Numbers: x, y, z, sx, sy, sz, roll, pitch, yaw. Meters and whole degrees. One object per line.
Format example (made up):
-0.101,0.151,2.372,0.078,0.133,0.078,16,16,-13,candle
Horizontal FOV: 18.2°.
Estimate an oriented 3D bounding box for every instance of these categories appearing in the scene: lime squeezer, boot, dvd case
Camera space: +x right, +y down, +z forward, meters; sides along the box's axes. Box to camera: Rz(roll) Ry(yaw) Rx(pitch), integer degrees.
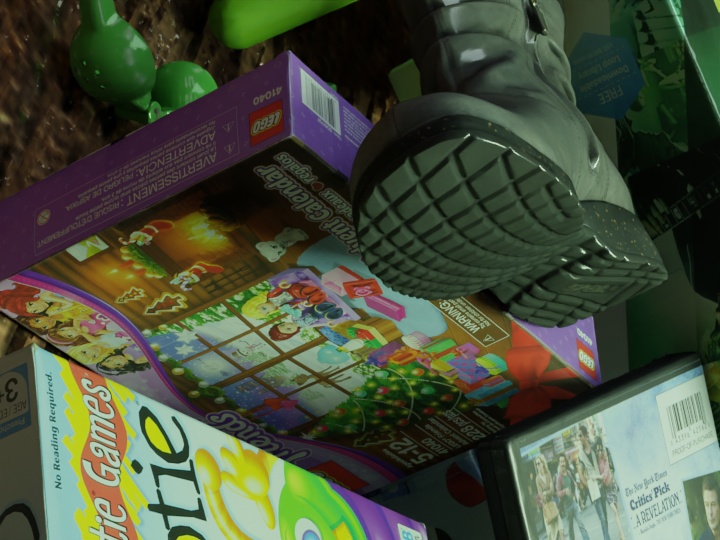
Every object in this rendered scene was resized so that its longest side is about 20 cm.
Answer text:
-0.078,-0.088,0.882,0.200,0.038,0.071,38,54,-49,lime squeezer
0.033,-0.059,0.752,0.200,0.070,0.132,30,39,-66,boot
0.105,0.141,0.814,0.142,0.017,0.201,-17,96,-52,dvd case

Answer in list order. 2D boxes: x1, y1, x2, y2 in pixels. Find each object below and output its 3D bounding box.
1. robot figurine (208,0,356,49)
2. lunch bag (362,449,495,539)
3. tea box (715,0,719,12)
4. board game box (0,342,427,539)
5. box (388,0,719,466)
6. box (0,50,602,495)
-0.049,-0.189,0.936,0.176,0.115,0.200,65,27,0,robot figurine
0.076,0.149,0.949,0.160,0.075,0.201,15,57,-62,lunch bag
0.094,-0.164,1.037,0.200,0.133,0.198,-111,-170,-73,tea box
-0.067,0.113,0.678,0.200,0.105,0.103,31,43,-51,board game box
0.105,-0.015,0.889,0.036,0.144,0.201,-24,90,-46,box
-0.021,0.013,0.806,0.200,0.136,0.039,38,38,-43,box
